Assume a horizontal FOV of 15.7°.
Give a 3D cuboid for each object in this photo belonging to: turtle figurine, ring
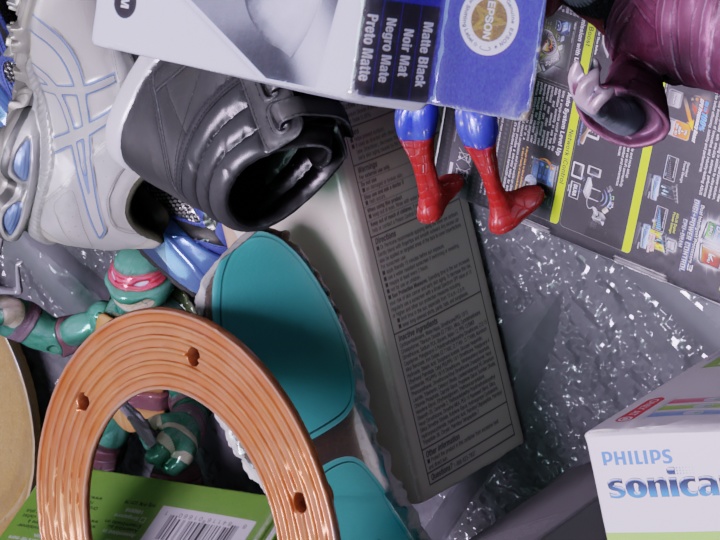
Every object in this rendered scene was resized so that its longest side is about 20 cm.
[{"bbox_3d":[-0.116,0.057,1.289,0.150,0.101,0.200,31,137,39],"label":"turtle figurine"},{"bbox_3d":[-0.072,0.114,1.113,0.200,0.019,0.201,12,106,45],"label":"ring"}]

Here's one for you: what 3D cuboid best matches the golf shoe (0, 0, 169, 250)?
[{"bbox_3d":[-0.112,-0.092,1.175,0.097,0.078,0.200,15,132,1],"label":"golf shoe"}]

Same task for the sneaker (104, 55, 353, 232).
[{"bbox_3d":[-0.028,-0.105,1.086,0.099,0.071,0.200,41,114,34],"label":"sneaker"}]

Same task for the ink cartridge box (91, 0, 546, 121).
[{"bbox_3d":[-0.012,-0.168,1.001,0.200,0.041,0.200,13,99,37],"label":"ink cartridge box"}]

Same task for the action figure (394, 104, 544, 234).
[{"bbox_3d":[0.041,-0.126,1.088,0.065,0.099,0.200,8,132,32],"label":"action figure"}]

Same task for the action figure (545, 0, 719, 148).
[{"bbox_3d":[0.150,-0.100,1.007,0.200,0.149,0.134,19,86,46],"label":"action figure"}]

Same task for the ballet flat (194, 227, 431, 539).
[{"bbox_3d":[-0.025,0.081,1.137,0.072,0.072,0.200,-22,89,39],"label":"ballet flat"}]

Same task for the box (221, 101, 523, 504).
[{"bbox_3d":[0.000,0.000,1.188,0.078,0.095,0.201,-7,99,38],"label":"box"}]

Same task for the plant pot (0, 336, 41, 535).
[{"bbox_3d":[-0.246,0.069,1.433,0.200,0.027,0.201,13,112,33],"label":"plant pot"}]

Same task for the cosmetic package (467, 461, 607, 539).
[{"bbox_3d":[0.092,0.151,1.104,0.090,0.200,0.107,-24,93,40],"label":"cosmetic package"}]

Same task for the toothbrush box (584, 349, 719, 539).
[{"bbox_3d":[0.180,0.137,1.068,0.086,0.146,0.201,-4,103,37],"label":"toothbrush box"}]

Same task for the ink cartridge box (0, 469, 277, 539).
[{"bbox_3d":[-0.073,0.194,1.264,0.148,0.076,0.200,5,136,35],"label":"ink cartridge box"}]

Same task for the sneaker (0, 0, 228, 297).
[{"bbox_3d":[-0.108,-0.073,1.265,0.200,0.075,0.079,39,116,10],"label":"sneaker"}]

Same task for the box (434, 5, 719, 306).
[{"bbox_3d":[0.120,-0.103,1.097,0.160,0.044,0.200,23,117,28],"label":"box"}]
